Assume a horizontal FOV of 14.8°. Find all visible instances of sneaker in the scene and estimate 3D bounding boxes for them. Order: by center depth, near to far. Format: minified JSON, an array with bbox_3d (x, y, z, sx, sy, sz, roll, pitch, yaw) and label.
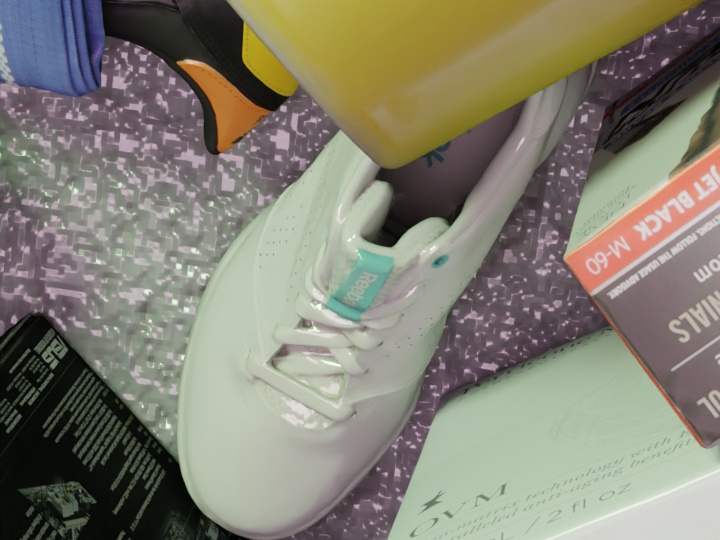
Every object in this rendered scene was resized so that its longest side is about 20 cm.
[{"bbox_3d":[-0.099,-0.109,0.810,0.200,0.070,0.090,30,103,-3],"label":"sneaker"},{"bbox_3d":[0.000,0.000,0.817,0.075,0.088,0.200,29,106,-2],"label":"sneaker"}]

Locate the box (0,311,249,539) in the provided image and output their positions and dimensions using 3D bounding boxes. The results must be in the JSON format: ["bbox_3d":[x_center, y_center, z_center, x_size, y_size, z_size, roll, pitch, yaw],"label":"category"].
[{"bbox_3d":[-0.090,0.120,0.801,0.086,0.200,0.164,-41,97,13],"label":"box"}]

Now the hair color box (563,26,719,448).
[{"bbox_3d":[0.119,-0.034,0.735,0.111,0.200,0.064,-36,97,14],"label":"hair color box"}]

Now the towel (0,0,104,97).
[{"bbox_3d":[-0.162,-0.131,0.789,0.200,0.024,0.145,16,131,22],"label":"towel"}]

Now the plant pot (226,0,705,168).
[{"bbox_3d":[0.038,-0.134,0.705,0.189,0.201,0.201,-39,97,5],"label":"plant pot"}]

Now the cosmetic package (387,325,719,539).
[{"bbox_3d":[0.123,0.075,0.762,0.199,0.200,0.123,-23,98,12],"label":"cosmetic package"}]
